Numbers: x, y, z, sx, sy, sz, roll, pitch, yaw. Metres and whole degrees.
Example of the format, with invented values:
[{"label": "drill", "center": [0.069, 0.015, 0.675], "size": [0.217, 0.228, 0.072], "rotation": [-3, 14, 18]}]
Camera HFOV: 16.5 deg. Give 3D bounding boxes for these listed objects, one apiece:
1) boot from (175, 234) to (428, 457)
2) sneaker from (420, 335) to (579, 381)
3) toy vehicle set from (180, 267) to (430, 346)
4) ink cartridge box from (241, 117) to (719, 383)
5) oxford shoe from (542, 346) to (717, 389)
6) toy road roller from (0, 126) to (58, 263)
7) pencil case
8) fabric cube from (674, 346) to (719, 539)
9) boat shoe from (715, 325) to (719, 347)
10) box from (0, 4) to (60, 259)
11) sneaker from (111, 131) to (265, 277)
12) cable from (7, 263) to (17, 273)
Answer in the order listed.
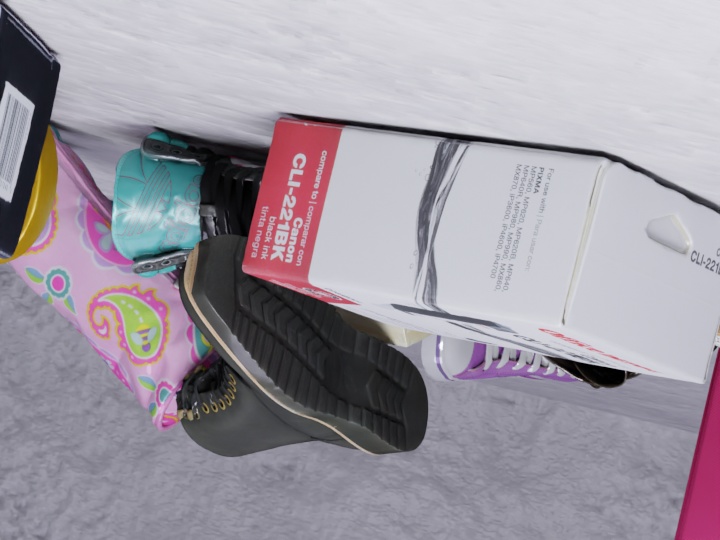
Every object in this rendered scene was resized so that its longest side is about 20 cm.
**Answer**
[{"label": "boot", "center": [-0.072, 0.056, 1.370], "size": [0.137, 0.078, 0.200], "rotation": [-9, 143, 34]}, {"label": "sneaker", "center": [0.132, 0.052, 1.890], "size": [0.114, 0.073, 0.200], "rotation": [6, -178, 32]}, {"label": "toy vehicle set", "center": [0.000, 0.000, 1.489], "size": [0.124, 0.027, 0.199], "rotation": [-25, -158, -38]}, {"label": "ink cartridge box", "center": [0.066, -0.010, 1.227], "size": [0.199, 0.084, 0.144], "rotation": [9, 172, 38]}, {"label": "oxford shoe", "center": [0.146, 0.034, 1.436], "size": [0.199, 0.085, 0.072], "rotation": [14, 148, -44]}, {"label": "toy road roller", "center": [-0.258, -0.060, 1.353], "size": [0.198, 0.124, 0.146], "rotation": [11, -174, 19]}, {"label": "pencil case", "center": [-0.151, 0.001, 1.486], "size": [0.200, 0.087, 0.087], "rotation": [44, -179, 12]}, {"label": "fabric cube", "center": [0.307, 0.126, 1.460], "size": [0.199, 0.201, 0.196], "rotation": [11, 175, 22]}, {"label": "boat shoe", "center": [0.228, 0.021, 1.269], "size": [0.199, 0.071, 0.069], "rotation": [21, 179, 21]}, {"label": "box", "center": [-0.256, -0.082, 1.156], "size": [0.198, 0.105, 0.148], "rotation": [13, 175, 4]}, {"label": "sneaker", "center": [-0.078, -0.034, 1.391], "size": [0.120, 0.084, 0.200], "rotation": [5, 179, -17]}, {"label": "cable", "center": [-0.186, -0.010, 1.996], "size": [0.199, 0.070, 0.199], "rotation": [7, 171, 44]}]
